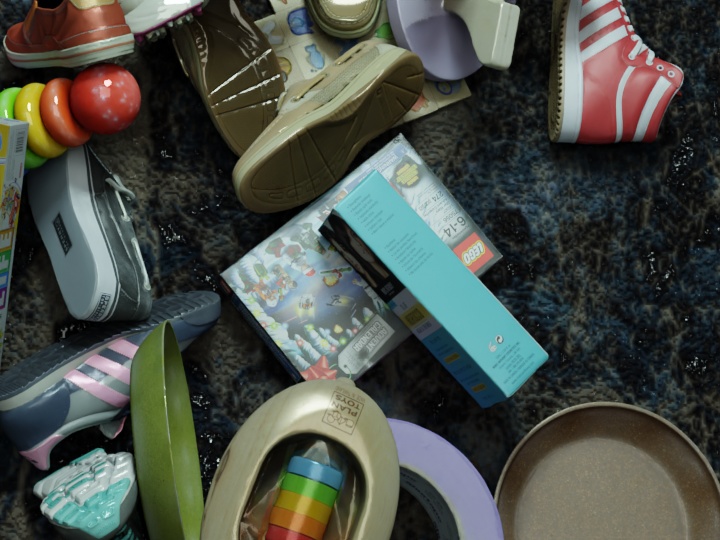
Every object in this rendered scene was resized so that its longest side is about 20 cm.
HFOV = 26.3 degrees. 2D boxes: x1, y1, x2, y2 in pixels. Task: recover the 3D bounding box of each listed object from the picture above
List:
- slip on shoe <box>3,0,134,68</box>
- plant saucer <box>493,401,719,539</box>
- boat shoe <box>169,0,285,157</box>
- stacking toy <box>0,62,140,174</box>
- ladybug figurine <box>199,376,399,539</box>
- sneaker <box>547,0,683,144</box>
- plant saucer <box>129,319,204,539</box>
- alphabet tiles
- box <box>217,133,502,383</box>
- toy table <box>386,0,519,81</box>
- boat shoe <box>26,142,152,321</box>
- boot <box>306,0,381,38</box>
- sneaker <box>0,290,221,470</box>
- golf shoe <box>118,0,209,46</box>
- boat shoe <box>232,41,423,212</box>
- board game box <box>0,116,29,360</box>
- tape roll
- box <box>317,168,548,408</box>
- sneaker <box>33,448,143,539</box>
[{"bbox_3d":[-0.233,-0.194,1.216,0.074,0.200,0.062,-18,104,-25],"label":"slip on shoe"},{"bbox_3d":[0.201,0.210,1.259,0.199,0.037,0.202,2,77,-8],"label":"plant saucer"},{"bbox_3d":[-0.119,-0.187,1.296,0.071,0.064,0.201,-22,97,-20],"label":"boat shoe"},{"bbox_3d":[-0.258,-0.109,1.195,0.199,0.085,0.086,-15,76,23],"label":"stacking toy"},{"bbox_3d":[-0.044,0.174,1.125,0.135,0.072,0.201,25,74,-3],"label":"ladybug figurine"},{"bbox_3d":[0.226,-0.206,1.348,0.111,0.071,0.202,5,83,-3],"label":"sneaker"},{"bbox_3d":[-0.143,0.138,1.142,0.031,0.200,0.202,-7,77,-1],"label":"plant saucer"},{"bbox_3d":[0.004,-0.202,1.347,0.199,0.006,0.167,-23,81,-14],"label":"alphabet tiles"},{"bbox_3d":[0.000,0.000,1.278,0.200,0.040,0.137,-39,86,-16],"label":"box"},{"bbox_3d":[0.102,-0.261,1.286,0.183,0.117,0.202,-3,95,-28],"label":"toy table"},{"bbox_3d":[-0.212,-0.045,1.235,0.068,0.074,0.200,8,43,-40],"label":"boat shoe"},{"bbox_3d":[-0.006,-0.312,1.289,0.071,0.155,0.202,4,71,-6],"label":"boot"},{"bbox_3d":[-0.193,0.084,1.225,0.199,0.070,0.083,-26,109,-18],"label":"sneaker"},{"bbox_3d":[-0.117,-0.260,1.223,0.199,0.075,0.092,-32,95,-14],"label":"golf shoe"},{"bbox_3d":[-0.035,-0.120,1.264,0.064,0.072,0.200,31,57,35],"label":"boat shoe"},{"bbox_3d":[-0.331,-0.025,1.175,0.133,0.034,0.202,12,102,12],"label":"board game box"},{"bbox_3d":[0.007,0.220,1.202,0.198,0.085,0.202,2,76,-9],"label":"tape roll"},{"bbox_3d":[0.055,0.017,1.220,0.049,0.082,0.200,-43,89,-15],"label":"box"},{"bbox_3d":[-0.185,0.185,1.129,0.077,0.200,0.092,-30,95,-12],"label":"sneaker"}]
